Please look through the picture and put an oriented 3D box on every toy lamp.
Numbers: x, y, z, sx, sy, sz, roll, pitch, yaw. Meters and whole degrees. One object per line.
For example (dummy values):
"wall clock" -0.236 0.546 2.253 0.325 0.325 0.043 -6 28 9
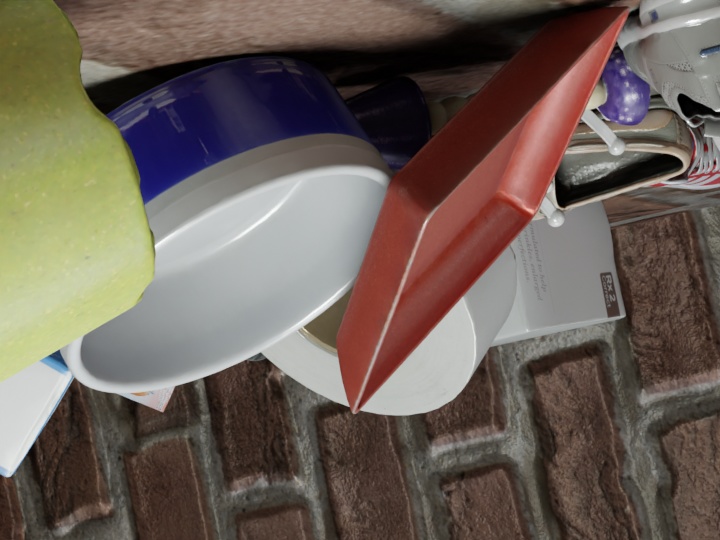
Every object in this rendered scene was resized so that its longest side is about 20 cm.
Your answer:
"toy lamp" 0.079 -0.098 1.127 0.199 0.058 0.058 -11 177 -20

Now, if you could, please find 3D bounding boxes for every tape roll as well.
"tape roll" 0.000 0.000 1.237 0.202 0.203 0.071 -15 -150 44

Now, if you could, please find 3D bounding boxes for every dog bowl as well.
"dog bowl" -0.081 -0.022 0.999 0.200 0.079 0.200 -26 158 -12

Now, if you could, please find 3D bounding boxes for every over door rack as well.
"over door rack" 0.116 -0.053 1.335 0.148 0.067 0.200 -48 179 -6

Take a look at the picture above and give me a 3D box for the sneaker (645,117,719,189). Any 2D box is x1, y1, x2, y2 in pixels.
"sneaker" 0.281 -0.105 1.561 0.199 0.071 0.112 -9 179 -16

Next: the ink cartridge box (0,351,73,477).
"ink cartridge box" -0.259 0.047 1.230 0.144 0.084 0.200 31 -175 -5

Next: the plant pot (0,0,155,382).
"plant pot" -0.182 -0.017 0.676 0.184 0.201 0.200 -22 180 -17

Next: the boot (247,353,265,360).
"boot" -0.160 0.019 1.517 0.165 0.066 0.200 35 172 -15

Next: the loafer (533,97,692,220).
"loafer" 0.165 -0.079 1.471 0.199 0.072 0.063 -18 -142 14

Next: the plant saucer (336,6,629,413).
"plant saucer" 0.058 -0.040 1.035 0.200 0.037 0.200 -46 165 -33

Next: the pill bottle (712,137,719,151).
"pill bottle" 0.313 -0.118 1.144 0.109 0.110 0.200 -10 176 -28

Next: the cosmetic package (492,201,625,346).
"cosmetic package" 0.098 -0.013 1.647 0.200 0.165 0.165 -16 174 39

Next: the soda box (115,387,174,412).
"soda box" -0.125 0.009 1.221 0.063 0.069 0.200 24 141 -5

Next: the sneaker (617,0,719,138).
"sneaker" 0.187 -0.111 1.051 0.074 0.082 0.200 -12 176 10
